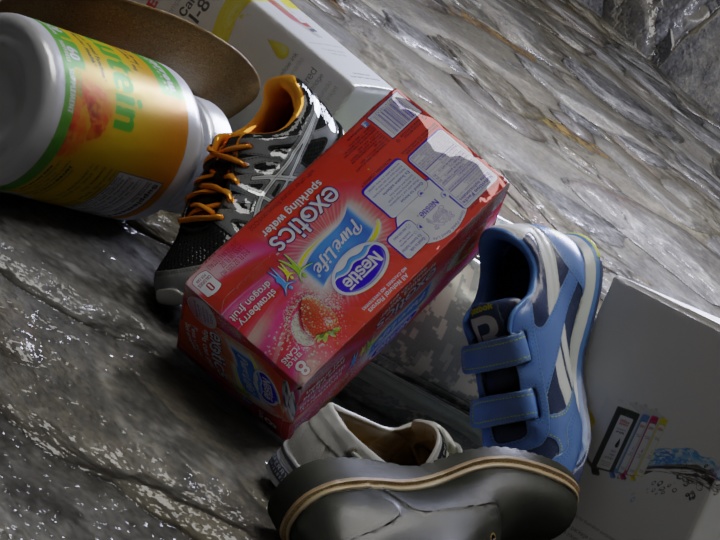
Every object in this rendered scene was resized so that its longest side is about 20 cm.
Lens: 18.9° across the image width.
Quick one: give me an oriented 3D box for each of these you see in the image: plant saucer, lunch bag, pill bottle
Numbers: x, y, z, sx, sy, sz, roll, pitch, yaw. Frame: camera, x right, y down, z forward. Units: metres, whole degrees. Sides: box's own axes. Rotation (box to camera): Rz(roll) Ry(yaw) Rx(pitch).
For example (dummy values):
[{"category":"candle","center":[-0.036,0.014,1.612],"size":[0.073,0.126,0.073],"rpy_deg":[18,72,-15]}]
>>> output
[{"category":"plant saucer","center":[-0.172,-0.140,1.552],"size":[0.199,0.036,0.200],"rpy_deg":[12,-18,4]},{"category":"lunch bag","center":[0.042,0.038,1.486],"size":[0.200,0.139,0.168],"rpy_deg":[30,34,-18]},{"category":"pill bottle","center":[-0.176,-0.094,1.427],"size":[0.111,0.111,0.200],"rpy_deg":[46,19,32]}]

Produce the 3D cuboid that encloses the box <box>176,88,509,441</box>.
[{"category":"box","center":[-0.012,-0.003,1.344],"size":[0.100,0.200,0.096],"rpy_deg":[40,-25,13]}]

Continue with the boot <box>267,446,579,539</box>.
[{"category":"boot","center":[0.059,0.174,1.213],"size":[0.199,0.078,0.138],"rpy_deg":[-3,40,-30]}]

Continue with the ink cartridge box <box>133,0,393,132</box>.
[{"category":"ink cartridge box","center":[-0.098,-0.142,1.672],"size":[0.200,0.145,0.083],"rpy_deg":[41,17,18]}]

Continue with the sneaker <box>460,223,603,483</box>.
[{"category":"sneaker","center":[0.097,0.062,1.351],"size":[0.082,0.074,0.201],"rpy_deg":[23,62,-41]}]

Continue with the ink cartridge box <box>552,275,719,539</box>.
[{"category":"ink cartridge box","center":[0.210,0.131,1.379],"size":[0.147,0.201,0.145],"rpy_deg":[20,7,-44]}]

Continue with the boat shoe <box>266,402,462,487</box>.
[{"category":"boat shoe","center":[0.032,0.126,1.309],"size":[0.200,0.070,0.071],"rpy_deg":[26,19,-42]}]

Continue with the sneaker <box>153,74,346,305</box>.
[{"category":"sneaker","center":[-0.081,-0.051,1.434],"size":[0.200,0.078,0.077],"rpy_deg":[-53,127,-38]}]
